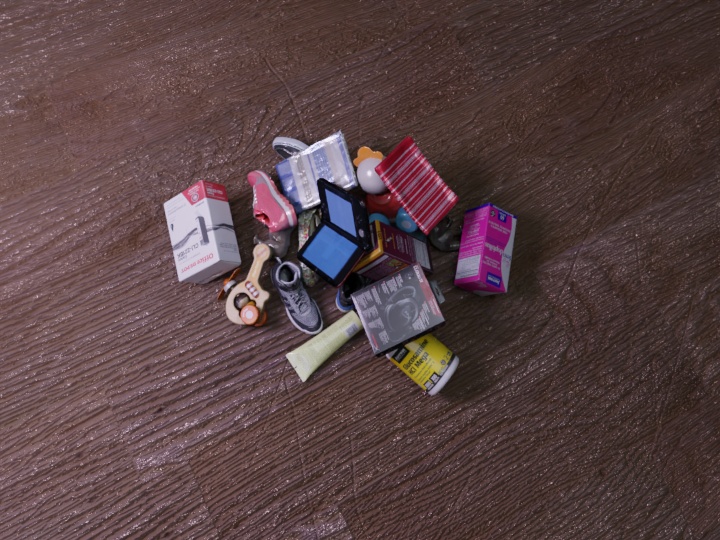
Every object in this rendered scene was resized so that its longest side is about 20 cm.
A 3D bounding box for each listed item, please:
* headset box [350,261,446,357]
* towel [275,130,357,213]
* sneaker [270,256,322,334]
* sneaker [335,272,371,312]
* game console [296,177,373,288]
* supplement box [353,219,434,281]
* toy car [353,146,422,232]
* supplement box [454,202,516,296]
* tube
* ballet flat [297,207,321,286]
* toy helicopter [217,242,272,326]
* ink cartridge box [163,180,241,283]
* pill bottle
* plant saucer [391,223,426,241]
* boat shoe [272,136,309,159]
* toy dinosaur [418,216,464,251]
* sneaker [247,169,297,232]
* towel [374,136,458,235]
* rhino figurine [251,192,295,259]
[{"bbox_3d":[0.096,0.086,1.443,0.196,0.077,0.152,-26,76,2],"label":"headset box"},{"bbox_3d":[-0.108,-0.236,1.553,0.195,0.024,0.151,-22,77,17],"label":"towel"},{"bbox_3d":[-0.155,0.060,1.517,0.074,0.114,0.203,-31,81,-13],"label":"sneaker"},{"bbox_3d":[0.001,0.001,1.552,0.075,0.111,0.203,29,74,2],"label":"sneaker"},{"bbox_3d":[-0.072,-0.091,1.445,0.117,0.176,0.199,-27,36,-25],"label":"game console"},{"bbox_3d":[0.071,-0.033,1.515,0.197,0.109,0.088,20,53,-42],"label":"supplement box"},{"bbox_3d":[0.065,-0.219,1.533,0.173,0.202,0.187,-10,42,33],"label":"toy car"},{"bbox_3d":[0.316,-0.051,1.595,0.099,0.103,0.206,19,74,-27],"label":"supplement box"},{"bbox_3d":[-0.083,0.176,1.533,0.198,0.052,0.058,-38,49,-11],"label":"tube"},{"bbox_3d":[-0.119,-0.065,1.571,0.063,0.075,0.207,-15,74,32],"label":"ballet flat"},{"bbox_3d":[-0.270,0.029,1.520,0.129,0.079,0.205,19,86,12],"label":"toy helicopter"},{"bbox_3d":[-0.379,-0.088,1.511,0.142,0.083,0.206,-23,76,28],"label":"ink cartridge box"},{"bbox_3d":[0.131,0.194,1.517,0.199,0.113,0.113,39,74,5],"label":"pill bottle"},{"bbox_3d":[0.078,-0.116,1.641,0.194,0.019,0.072,14,75,-2],"label":"plant saucer"},{"bbox_3d":[-0.144,-0.274,1.626,0.196,0.072,0.072,27,69,-1],"label":"boat shoe"},{"bbox_3d":[0.206,-0.103,1.632,0.103,0.076,0.201,-46,116,-14],"label":"toy dinosaur"},{"bbox_3d":[-0.235,-0.170,1.538,0.086,0.075,0.201,-31,60,-19],"label":"sneaker"},{"bbox_3d":[0.135,-0.203,1.488,0.144,0.022,0.201,-42,95,-29],"label":"towel"},{"bbox_3d":[-0.204,-0.118,1.586,0.085,0.060,0.205,15,67,2],"label":"rhino figurine"}]
